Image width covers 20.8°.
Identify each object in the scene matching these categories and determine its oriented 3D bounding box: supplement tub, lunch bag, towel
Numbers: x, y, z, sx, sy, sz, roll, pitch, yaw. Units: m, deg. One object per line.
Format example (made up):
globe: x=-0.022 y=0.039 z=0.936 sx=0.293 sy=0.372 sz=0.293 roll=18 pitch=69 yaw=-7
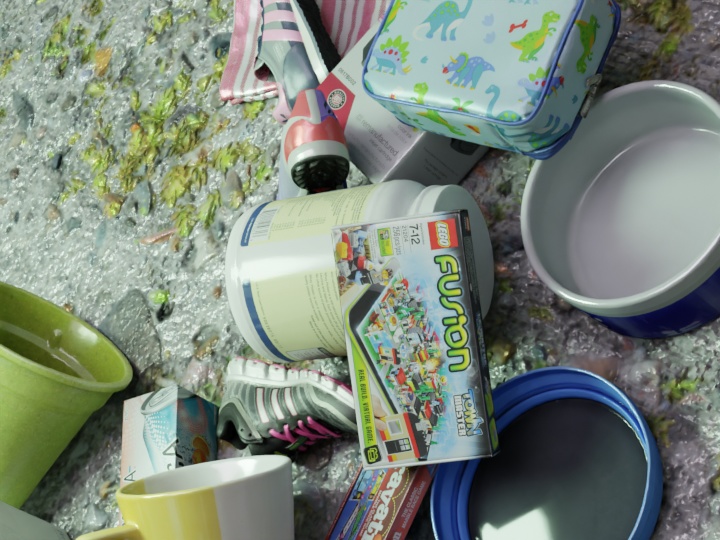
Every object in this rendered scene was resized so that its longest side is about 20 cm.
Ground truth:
supplement tub: x=0.000 y=0.000 z=1.695 sx=0.200 sy=0.145 sz=0.145 roll=-8 pitch=63 yaw=28
lunch bag: x=0.111 y=-0.188 z=1.646 sx=0.200 sy=0.082 sz=0.161 roll=15 pitch=78 yaw=39
towel: x=-0.051 y=-0.248 z=1.944 sx=0.200 sy=0.030 sz=0.146 roll=-10 pitch=63 yaw=33

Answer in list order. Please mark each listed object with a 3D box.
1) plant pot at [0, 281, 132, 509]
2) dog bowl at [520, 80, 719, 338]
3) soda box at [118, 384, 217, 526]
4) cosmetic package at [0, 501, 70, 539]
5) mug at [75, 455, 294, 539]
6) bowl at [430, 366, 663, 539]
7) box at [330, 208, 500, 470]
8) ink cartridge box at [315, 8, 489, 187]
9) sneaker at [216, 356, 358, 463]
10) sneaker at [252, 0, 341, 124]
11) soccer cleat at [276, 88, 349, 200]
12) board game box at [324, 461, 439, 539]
plant pot: x=-0.350 y=0.133 z=1.884 sx=0.200 sy=0.200 sz=0.184 roll=40 pitch=105 yaw=42
dog bowl: x=0.235 y=-0.049 z=1.593 sx=0.200 sy=0.079 sz=0.200 roll=-18 pitch=58 yaw=30
soda box: x=-0.175 y=0.210 z=1.780 sx=0.068 sy=0.064 sz=0.200 roll=-18 pitch=58 yaw=29
cosmetic package: x=-0.331 y=0.307 z=1.755 sx=0.123 sy=0.200 sz=0.199 roll=-44 pitch=49 yaw=7
mug: x=-0.137 y=0.249 z=1.658 sx=0.186 sy=0.149 sz=0.153 roll=-10 pitch=94 yaw=2
bowl: x=0.150 y=0.176 z=1.567 sx=0.201 sy=0.039 sz=0.201 roll=-17 pitch=58 yaw=30
box: x=0.044 y=0.055 z=1.582 sx=0.110 sy=0.035 sz=0.200 roll=-8 pitch=90 yaw=15
ink cartridge box: x=0.064 y=-0.169 z=1.779 sx=0.200 sy=0.086 sz=0.148 roll=-49 pitch=48 yaw=7
sneaker: x=-0.056 y=0.134 z=1.724 sx=0.200 sy=0.074 sz=0.088 roll=8 pitch=73 yaw=45
sneaker: x=-0.079 y=-0.230 z=1.895 sx=0.082 sy=0.070 sz=0.200 roll=-33 pitch=53 yaw=17
soccer cleat: x=-0.044 y=-0.096 z=1.767 sx=0.068 sy=0.200 sz=0.073 roll=-6 pitch=73 yaw=-6
board game box: x=0.021 y=0.187 z=1.647 sx=0.103 sy=0.019 sz=0.200 roll=8 pitch=71 yaw=64
